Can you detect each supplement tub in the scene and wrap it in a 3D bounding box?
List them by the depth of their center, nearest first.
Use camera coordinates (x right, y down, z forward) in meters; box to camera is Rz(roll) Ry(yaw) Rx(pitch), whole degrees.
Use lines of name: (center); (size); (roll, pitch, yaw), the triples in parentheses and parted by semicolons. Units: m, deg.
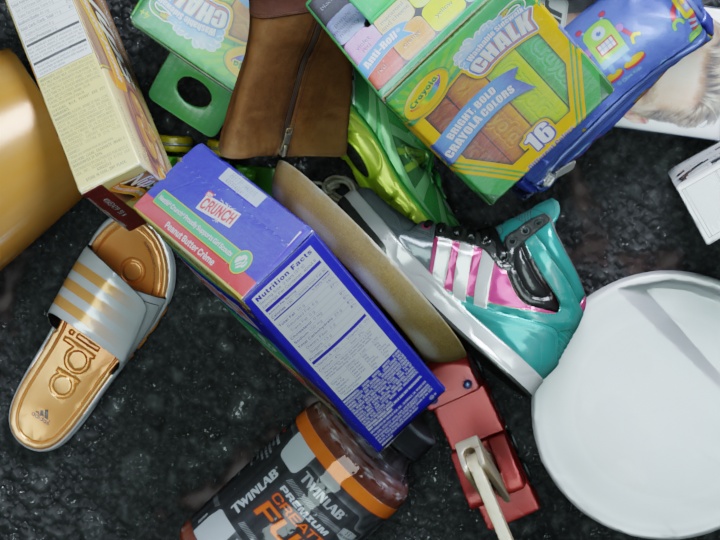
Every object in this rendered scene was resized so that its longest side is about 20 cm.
supplement tub: (-0.037, 0.172, 1.766); (0.200, 0.107, 0.107); (-44, 89, 8)

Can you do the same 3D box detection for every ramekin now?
ramekin: (0.231, 0.096, 1.737); (0.202, 0.094, 0.203); (1, 95, 7)

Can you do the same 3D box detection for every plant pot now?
plant pot: (0.000, 0.000, 1.699); (0.027, 0.200, 0.200); (-44, 89, -5)
plant pot: (-0.312, -0.069, 1.743); (0.183, 0.200, 0.201); (-30, 91, -8)

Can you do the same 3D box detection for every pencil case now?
pencil case: (0.167, -0.139, 1.668); (0.200, 0.078, 0.087); (-42, 62, 10)

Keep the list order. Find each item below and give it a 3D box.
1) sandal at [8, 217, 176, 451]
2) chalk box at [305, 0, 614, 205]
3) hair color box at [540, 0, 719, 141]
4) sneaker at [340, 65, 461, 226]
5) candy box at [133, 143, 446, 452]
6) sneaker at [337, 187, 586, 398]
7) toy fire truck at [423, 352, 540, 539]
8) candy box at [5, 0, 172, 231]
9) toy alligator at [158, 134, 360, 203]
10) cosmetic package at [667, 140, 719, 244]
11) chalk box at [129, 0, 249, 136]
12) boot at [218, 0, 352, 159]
sandal: (-0.212, 0.056, 1.798); (0.079, 0.059, 0.207); (29, 97, 3)
chalk box: (0.058, -0.163, 1.571); (0.124, 0.200, 0.124); (-43, 49, 8)
hair color box: (0.178, -0.160, 1.737); (0.199, 0.061, 0.100); (7, 96, 5)
sneaker: (0.034, -0.087, 1.747); (0.084, 0.074, 0.200); (-38, 106, -19)
candy box: (-0.051, 0.019, 1.676); (0.077, 0.169, 0.200); (-44, 130, -6)
sneaker: (0.089, -0.017, 1.679); (0.200, 0.084, 0.121); (43, 84, 4)
toy fire truck: (0.095, 0.153, 1.732); (0.049, 0.141, 0.200); (-24, 92, 8)
candy box: (-0.203, -0.139, 1.722); (0.055, 0.115, 0.200); (-25, 72, 5)
toy alligator: (-0.101, -0.069, 1.777); (0.199, 0.054, 0.060); (6, 96, 6)
cosmetic package: (0.270, -0.067, 1.664); (0.082, 0.200, 0.051); (-28, 92, 7)
chalk box: (-0.086, -0.199, 1.729); (0.125, 0.124, 0.200); (33, 97, 2)
boot: (-0.001, -0.169, 1.645); (0.188, 0.068, 0.201); (-8, 121, -29)
